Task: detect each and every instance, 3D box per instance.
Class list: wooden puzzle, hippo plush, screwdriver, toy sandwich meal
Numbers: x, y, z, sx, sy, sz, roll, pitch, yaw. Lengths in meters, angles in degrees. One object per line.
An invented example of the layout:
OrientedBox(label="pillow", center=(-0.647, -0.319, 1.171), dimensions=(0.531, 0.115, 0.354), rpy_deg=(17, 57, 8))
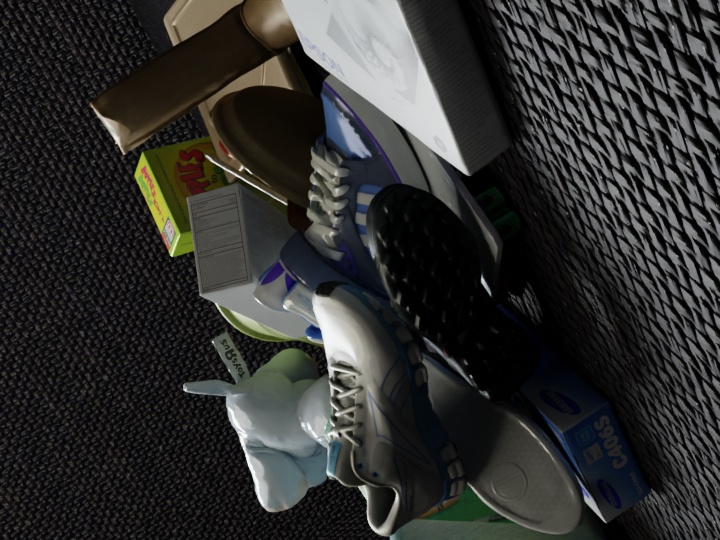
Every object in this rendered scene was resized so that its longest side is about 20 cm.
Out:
OrientedBox(label="wooden puzzle", center=(-0.117, -0.203, 1.390), dimensions=(0.200, 0.037, 0.186), rpy_deg=(-39, 70, 58))
OrientedBox(label="hippo plush", center=(-0.037, 0.132, 1.431), dimensions=(0.201, 0.160, 0.160), rpy_deg=(63, -145, -26))
OrientedBox(label="screwdriver", center=(-0.046, -0.049, 1.249), dimensions=(0.199, 0.028, 0.029), rpy_deg=(31, 179, -7))
OrientedBox(label="toy sandwich meal", center=(-0.039, -0.077, 1.206), dimensions=(0.204, 0.071, 0.206), rpy_deg=(24, -153, -13))

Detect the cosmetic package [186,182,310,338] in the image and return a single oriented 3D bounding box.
OrientedBox(label="cosmetic package", center=(-0.078, -0.003, 1.198), dimensions=(0.200, 0.050, 0.083), rpy_deg=(35, -135, -68))

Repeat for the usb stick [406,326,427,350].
OrientedBox(label="usb stick", center=(0.000, 0.000, 1.293), dimensions=(0.201, 0.032, 0.055), rpy_deg=(63, 151, 9))

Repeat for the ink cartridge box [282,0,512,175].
OrientedBox(label="ink cartridge box", center=(-0.005, -0.174, 0.860), dimensions=(0.200, 0.040, 0.201), rpy_deg=(42, 164, 44))

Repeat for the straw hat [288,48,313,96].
OrientedBox(label="straw hat", center=(-0.132, -0.226, 1.509), dimensions=(0.202, 0.085, 0.201), rpy_deg=(57, 173, 10))

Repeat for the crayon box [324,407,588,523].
OrientedBox(label="crayon box", center=(0.084, 0.151, 1.197), dimensions=(0.119, 0.199, 0.059), rpy_deg=(49, 126, 54))

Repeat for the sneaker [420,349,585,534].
OrientedBox(label="sneaker", center=(0.100, 0.121, 1.105), dimensions=(0.200, 0.071, 0.099), rpy_deg=(38, -167, 21))

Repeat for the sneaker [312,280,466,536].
OrientedBox(label="sneaker", center=(0.005, 0.103, 1.015), dimensions=(0.075, 0.086, 0.201), rpy_deg=(11, 131, 54))

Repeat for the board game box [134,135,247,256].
OrientedBox(label="board game box", center=(-0.122, -0.091, 1.514), dimensions=(0.102, 0.199, 0.048), rpy_deg=(63, 150, 19))

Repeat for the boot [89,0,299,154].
OrientedBox(label="boot", center=(-0.119, -0.168, 1.150), dimensions=(0.066, 0.199, 0.175), rpy_deg=(57, 174, 3))

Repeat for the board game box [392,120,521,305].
OrientedBox(label="board game box", center=(0.051, -0.075, 1.071), dimensions=(0.201, 0.026, 0.200), rpy_deg=(56, 173, 15))

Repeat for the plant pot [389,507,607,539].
OrientedBox(label="plant pot", center=(0.119, 0.242, 1.368), dimensions=(0.197, 0.194, 0.201), rpy_deg=(71, -179, -65))

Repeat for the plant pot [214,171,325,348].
OrientedBox(label="plant pot", center=(-0.024, 0.001, 1.428), dimensions=(0.190, 0.200, 0.201), rpy_deg=(27, 151, 55))

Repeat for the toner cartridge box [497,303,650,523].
OrientedBox(label="toner cartridge box", center=(0.143, 0.102, 1.124), dimensions=(0.095, 0.043, 0.200), rpy_deg=(60, 173, -28))

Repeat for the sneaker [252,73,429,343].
OrientedBox(label="sneaker", center=(-0.024, -0.032, 1.066), dimensions=(0.081, 0.146, 0.201), rpy_deg=(49, 169, 53))

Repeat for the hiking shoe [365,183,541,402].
OrientedBox(label="hiking shoe", center=(0.049, 0.013, 1.022), dimensions=(0.087, 0.074, 0.200), rpy_deg=(36, 163, 52))
